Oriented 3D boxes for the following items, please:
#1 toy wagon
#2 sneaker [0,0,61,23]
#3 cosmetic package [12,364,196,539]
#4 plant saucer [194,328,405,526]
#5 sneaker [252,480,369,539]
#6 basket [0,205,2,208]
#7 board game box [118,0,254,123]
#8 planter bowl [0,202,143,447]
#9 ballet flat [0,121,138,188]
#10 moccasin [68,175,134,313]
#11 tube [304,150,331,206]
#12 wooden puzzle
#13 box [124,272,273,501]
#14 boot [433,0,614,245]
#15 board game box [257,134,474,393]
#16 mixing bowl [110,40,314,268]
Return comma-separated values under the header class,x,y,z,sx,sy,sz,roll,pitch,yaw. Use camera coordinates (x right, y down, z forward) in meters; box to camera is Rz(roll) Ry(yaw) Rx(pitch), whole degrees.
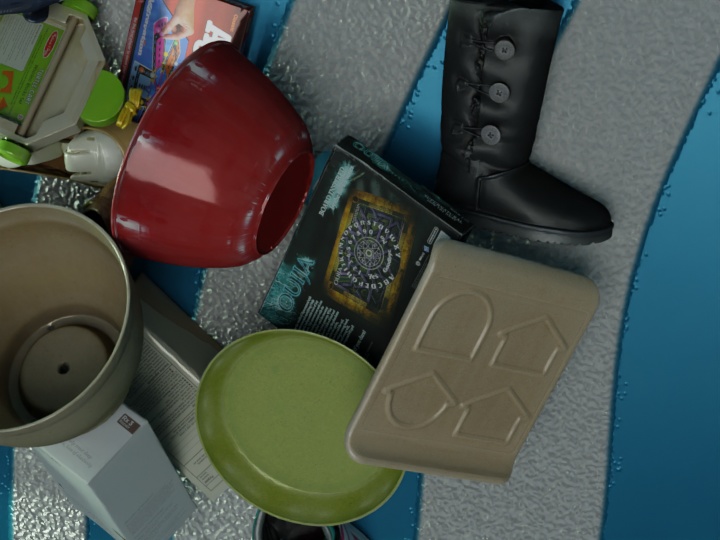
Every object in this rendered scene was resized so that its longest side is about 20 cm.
class,x,y,z,sx,sy,sz,roll,pitch,yaw
toy wagon,-0.283,-0.170,1.282,0.199,0.040,0.156,22,80,4
sneaker,-0.307,-0.303,1.262,0.201,0.146,0.081,57,155,24
cosmetic package,-0.234,0.179,1.357,0.113,0.081,0.200,32,159,27
plant saucer,-0.050,0.135,1.309,0.199,0.031,0.201,7,117,13
sneaker,-0.041,0.270,1.405,0.083,0.121,0.201,-23,106,18
basket,-0.415,-0.024,1.324,0.135,0.200,0.124,-6,104,13
board game box,-0.168,-0.156,1.316,0.102,0.019,0.201,18,114,3
planter bowl,-0.267,0.063,1.231,0.199,0.201,0.135,0,154,11
ballet flat,-0.266,-0.103,1.316,0.199,0.063,0.069,6,113,18
moccasin,-0.244,-0.010,1.328,0.074,0.078,0.201,52,142,2
tube,0.033,-0.027,1.282,0.200,0.050,0.078,39,115,12
wooden puzzle,0.090,0.077,1.245,0.184,0.046,0.201,13,107,-34
box,-0.173,0.111,1.390,0.200,0.078,0.095,45,112,-8
boot,0.147,-0.130,1.245,0.164,0.066,0.201,8,108,6
board game box,0.000,0.000,1.268,0.135,0.028,0.201,37,127,13
mixing bowl,-0.108,-0.078,1.226,0.108,0.200,0.201,27,115,13
